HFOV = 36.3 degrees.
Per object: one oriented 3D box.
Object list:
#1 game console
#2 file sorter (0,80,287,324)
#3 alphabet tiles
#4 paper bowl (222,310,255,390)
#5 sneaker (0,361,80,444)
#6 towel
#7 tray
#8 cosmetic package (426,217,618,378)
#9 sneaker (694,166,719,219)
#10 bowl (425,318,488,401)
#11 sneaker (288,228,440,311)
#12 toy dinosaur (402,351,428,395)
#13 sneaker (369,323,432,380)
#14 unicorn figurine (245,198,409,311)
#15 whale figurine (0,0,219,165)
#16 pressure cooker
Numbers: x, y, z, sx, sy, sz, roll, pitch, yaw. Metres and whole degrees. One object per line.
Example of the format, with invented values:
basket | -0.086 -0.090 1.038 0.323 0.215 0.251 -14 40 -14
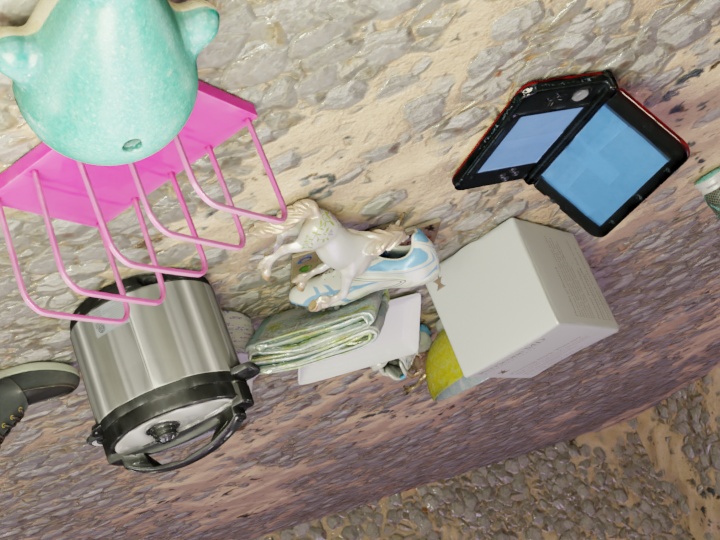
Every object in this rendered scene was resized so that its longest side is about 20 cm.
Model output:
game console | 0.224 -0.114 1.210 0.172 0.119 0.200 -12 158 -27
file sorter | -0.183 -0.052 0.918 0.200 0.126 0.139 -31 159 23
alphabet tiles | 0.005 -0.016 1.398 0.199 0.008 0.167 -19 160 -12
paper bowl | -0.220 0.141 1.422 0.200 0.105 0.201 -20 162 -7
sneaker | -0.419 0.177 1.292 0.199 0.107 0.075 -10 157 -30
towel | -0.050 0.073 1.388 0.170 0.048 0.200 -17 -170 8
tray | -0.004 0.095 1.603 0.199 0.022 0.108 -14 124 -24
cosmetic package | 0.228 0.045 1.561 0.167 0.167 0.200 -34 157 30
sneaker | 0.577 -0.099 1.672 0.200 0.092 0.078 1 151 -48
bowl | 0.178 0.116 1.764 0.200 0.108 0.200 -28 165 -8
sneaker | 0.000 0.000 1.350 0.199 0.073 0.072 -17 -168 20
toy dinosaur | 0.116 0.172 1.936 0.101 0.058 0.200 -29 160 16
sneaker | 0.057 0.133 1.727 0.075 0.087 0.200 -35 158 28
unicorn figurine | -0.029 -0.023 1.233 0.137 0.074 0.200 -39 151 14
whale figurine | -0.163 -0.144 0.730 0.158 0.104 0.200 -13 159 -23
pressure cooker | -0.220 0.121 1.222 0.178 0.201 0.176 -8 156 -36
